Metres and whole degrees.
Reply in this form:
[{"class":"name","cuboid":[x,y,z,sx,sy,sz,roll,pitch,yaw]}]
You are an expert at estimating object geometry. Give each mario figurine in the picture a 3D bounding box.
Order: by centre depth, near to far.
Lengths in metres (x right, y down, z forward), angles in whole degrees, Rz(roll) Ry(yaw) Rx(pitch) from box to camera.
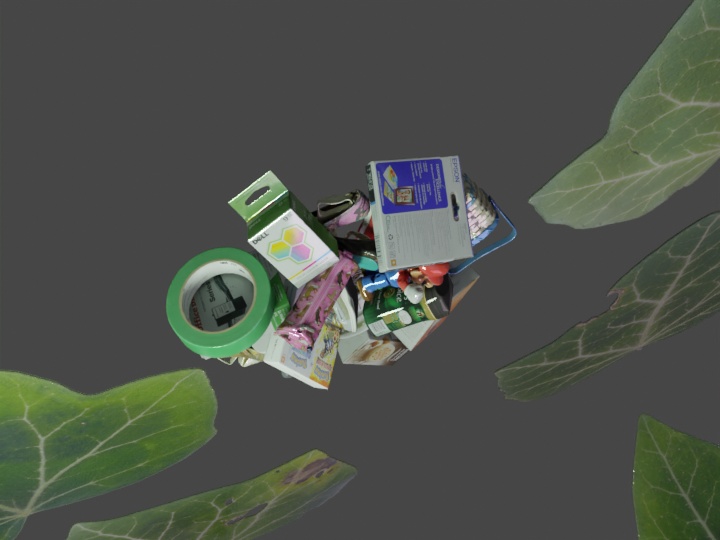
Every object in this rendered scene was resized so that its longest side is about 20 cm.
[{"class":"mario figurine","cuboid":[0.095,0.018,1.509,0.196,0.127,0.105,-14,160,32]}]

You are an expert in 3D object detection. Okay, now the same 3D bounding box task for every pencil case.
[{"class":"pencil case","cuboid":[-0.079,0.052,1.392,0.203,0.085,0.083,-60,138,-21]}]

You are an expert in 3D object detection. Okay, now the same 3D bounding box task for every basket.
[{"class":"basket","cuboid":[0.215,-0.094,1.534,0.174,0.141,0.201,-31,126,13]}]

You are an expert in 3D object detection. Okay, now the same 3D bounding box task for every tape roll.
[{"class":"tape roll","cuboid":[-0.257,0.057,1.363,0.196,0.204,0.049,-21,152,-5]}]

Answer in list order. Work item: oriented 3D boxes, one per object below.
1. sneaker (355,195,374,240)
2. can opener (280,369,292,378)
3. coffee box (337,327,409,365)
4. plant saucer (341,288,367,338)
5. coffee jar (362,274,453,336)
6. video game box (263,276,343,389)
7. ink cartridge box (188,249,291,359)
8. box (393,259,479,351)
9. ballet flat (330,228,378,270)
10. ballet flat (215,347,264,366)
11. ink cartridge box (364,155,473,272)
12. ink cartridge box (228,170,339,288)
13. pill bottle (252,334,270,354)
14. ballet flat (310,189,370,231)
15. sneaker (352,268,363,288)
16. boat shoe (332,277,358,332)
[{"class":"sneaker","cuboid":[0.054,-0.062,1.489,0.077,0.116,0.202,-32,154,-19]},{"class":"can opener","cuboid":[-0.130,0.133,1.610,0.065,0.207,0.052,10,175,-41]},{"class":"coffee box","cuboid":[0.042,0.183,1.931,0.197,0.081,0.114,9,137,-46]},{"class":"plant saucer","cuboid":[-0.002,0.080,1.747,0.196,0.051,0.202,-25,150,-15]},{"class":"coffee jar","cuboid":[0.106,0.069,1.608,0.196,0.105,0.086,-18,121,27]},{"class":"video game box","cuboid":[-0.111,0.132,1.549,0.046,0.187,0.199,5,161,32]},{"class":"ink cartridge box","cuboid":[-0.242,0.062,1.442,0.195,0.149,0.084,-22,150,-6]},{"class":"box","cuboid":[0.165,0.066,1.756,0.151,0.106,0.201,-35,164,-42]},{"class":"ballet flat","cuboid":[-0.042,-0.048,1.474,0.194,0.070,0.069,12,148,14]},{"class":"ballet flat","cuboid":[-0.276,0.186,1.695,0.070,0.072,0.198,-38,145,25]},{"class":"ink cartridge box","cuboid":[0.112,-0.110,1.398,0.195,0.205,0.043,-7,179,-25]},{"class":"ink cartridge box","cuboid":[-0.135,-0.069,1.324,0.102,0.060,0.200,-32,126,16]},{"class":"pill bottle","cuboid":[-0.160,0.162,1.705,0.111,0.114,0.198,-36,150,21]},{"class":"ballet flat","cuboid":[-0.076,-0.100,1.398,0.196,0.070,0.072,-25,134,5]},{"class":"sneaker","cuboid":[0.000,0.000,1.602,0.195,0.079,0.086,-18,150,-13]},{"class":"boat shoe","cuboid":[-0.043,0.060,1.556,0.063,0.076,0.204,-4,145,10]}]
